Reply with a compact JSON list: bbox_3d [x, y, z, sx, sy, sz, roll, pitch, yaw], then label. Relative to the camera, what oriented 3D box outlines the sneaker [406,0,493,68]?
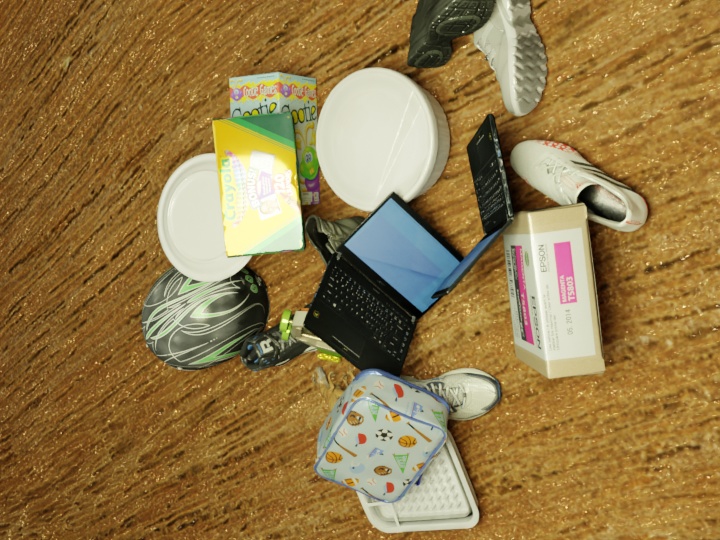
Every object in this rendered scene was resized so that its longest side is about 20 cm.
[{"bbox_3d":[0.110,-0.349,1.032,0.200,0.075,0.092,154,114,-65],"label":"sneaker"}]

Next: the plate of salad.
[{"bbox_3d":[-0.236,-0.083,1.222,0.197,0.048,0.203,-1,89,22],"label":"plate of salad"}]

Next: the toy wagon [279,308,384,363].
[{"bbox_3d":[-0.044,0.104,1.172,0.153,0.200,0.040,15,74,0],"label":"toy wagon"}]

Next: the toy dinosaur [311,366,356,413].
[{"bbox_3d":[-0.029,0.222,1.217,0.106,0.060,0.201,-42,31,14],"label":"toy dinosaur"}]

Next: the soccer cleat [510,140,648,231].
[{"bbox_3d":[0.272,-0.111,0.982,0.199,0.085,0.069,36,114,25],"label":"soccer cleat"}]

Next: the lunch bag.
[{"bbox_3d":[0.030,0.237,1.076,0.159,0.076,0.201,22,127,-10],"label":"lunch bag"}]

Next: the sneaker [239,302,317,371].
[{"bbox_3d":[-0.117,0.113,1.253,0.199,0.111,0.074,-37,77,31],"label":"sneaker"}]

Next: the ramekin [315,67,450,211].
[{"bbox_3d":[0.040,-0.188,1.124,0.200,0.094,0.205,4,97,34],"label":"ramekin"}]

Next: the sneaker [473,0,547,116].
[{"bbox_3d":[0.193,-0.303,1.033,0.082,0.074,0.203,-13,83,50],"label":"sneaker"}]

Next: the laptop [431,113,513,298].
[{"bbox_3d":[0.130,-0.075,1.002,0.102,0.177,0.203,-11,87,-2],"label":"laptop"}]

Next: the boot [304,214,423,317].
[{"bbox_3d":[0.000,0.000,1.150,0.068,0.130,0.201,-47,70,28],"label":"boot"}]

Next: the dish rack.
[{"bbox_3d":[0.078,0.312,1.171,0.198,0.043,0.173,-15,102,34],"label":"dish rack"}]

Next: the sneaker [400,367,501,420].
[{"bbox_3d":[0.104,0.191,1.118,0.197,0.085,0.078,-9,91,19],"label":"sneaker"}]

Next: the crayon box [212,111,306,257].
[{"bbox_3d":[-0.148,-0.126,1.141,0.117,0.058,0.203,-6,95,-1],"label":"crayon box"}]

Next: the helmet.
[{"bbox_3d":[-0.268,0.072,1.301,0.198,0.190,0.203,4,97,33],"label":"helmet"}]

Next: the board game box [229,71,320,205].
[{"bbox_3d":[-0.136,-0.206,1.233,0.102,0.104,0.203,2,98,33],"label":"board game box"}]

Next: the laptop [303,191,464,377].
[{"bbox_3d":[0.043,0.034,1.064,0.177,0.201,0.103,40,142,-23],"label":"laptop"}]

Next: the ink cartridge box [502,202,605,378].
[{"bbox_3d":[0.237,0.022,0.971,0.074,0.165,0.203,-7,92,0],"label":"ink cartridge box"}]
